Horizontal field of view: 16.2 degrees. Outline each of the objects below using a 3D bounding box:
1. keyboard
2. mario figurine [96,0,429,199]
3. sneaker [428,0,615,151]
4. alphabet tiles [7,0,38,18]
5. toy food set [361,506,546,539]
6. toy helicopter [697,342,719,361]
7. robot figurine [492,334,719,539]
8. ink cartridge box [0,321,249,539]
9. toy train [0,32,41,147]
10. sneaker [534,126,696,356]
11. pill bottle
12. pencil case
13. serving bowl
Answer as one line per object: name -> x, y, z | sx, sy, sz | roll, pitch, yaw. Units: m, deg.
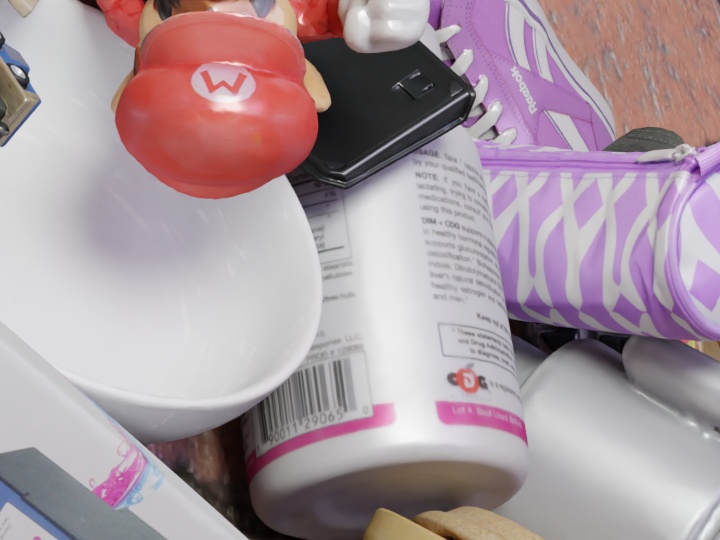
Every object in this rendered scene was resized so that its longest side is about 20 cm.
keyboard -> -0.029, -0.119, 1.022 | 0.127, 0.021, 0.200 | -33, 62, -24
mario figurine -> -0.047, -0.114, 0.922 | 0.106, 0.123, 0.200 | 41, 29, -29
sneaker -> 0.057, -0.070, 1.189 | 0.200, 0.073, 0.114 | 39, 47, -35
alphabet tiles -> -0.159, -0.201, 0.977 | 0.167, 0.008, 0.200 | 49, 25, -18
toy food set -> 0.091, 0.164, 0.990 | 0.049, 0.198, 0.200 | -50, 158, -13
toy helicopter -> 0.222, 0.065, 1.335 | 0.200, 0.079, 0.133 | 20, 57, -52
robot figurine -> 0.119, 0.106, 1.090 | 0.200, 0.170, 0.113 | 33, 33, 17
ink cartridge box -> -0.136, 0.089, 0.767 | 0.145, 0.087, 0.200 | -49, 122, -6
toy train -> -0.163, -0.109, 0.881 | 0.046, 0.034, 0.200 | 21, 28, -53
sneaker -> 0.125, 0.029, 1.194 | 0.090, 0.078, 0.200 | -19, 120, -65
pill bottle -> 0.000, 0.000, 1.033 | 0.113, 0.113, 0.200 | 18, 57, -48
pencil case -> 0.091, -0.019, 1.077 | 0.084, 0.200, 0.086 | -45, 120, -31
serving bowl -> -0.113, -0.012, 0.907 | 0.200, 0.066, 0.200 | 27, 35, -21
